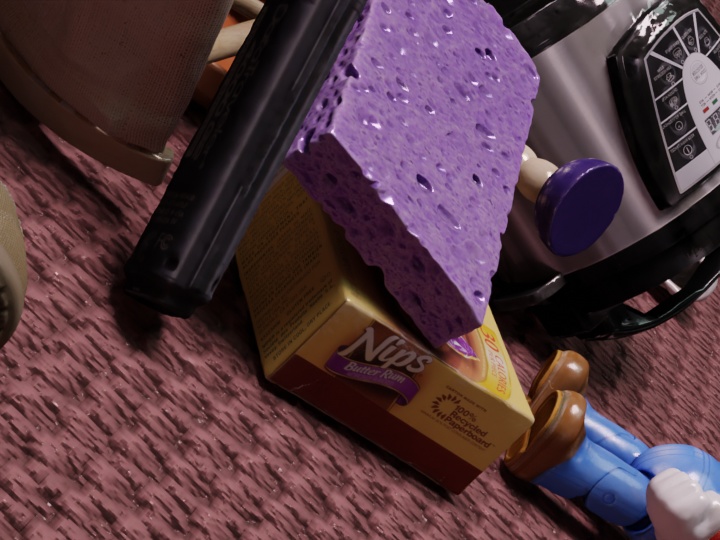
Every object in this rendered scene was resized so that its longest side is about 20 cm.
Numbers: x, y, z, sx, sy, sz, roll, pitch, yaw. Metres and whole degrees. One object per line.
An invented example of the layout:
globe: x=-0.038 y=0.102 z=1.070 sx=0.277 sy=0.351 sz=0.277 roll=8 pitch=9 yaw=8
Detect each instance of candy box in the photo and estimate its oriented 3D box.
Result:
candy box: x=0.000 y=0.000 z=1.101 sx=0.117 sy=0.056 sz=0.200 roll=34 pitch=23 yaw=-30

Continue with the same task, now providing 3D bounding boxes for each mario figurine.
mario figurine: x=0.173 y=0.104 z=1.154 sx=0.200 sy=0.106 sz=0.124 roll=33 pitch=55 yaw=-10

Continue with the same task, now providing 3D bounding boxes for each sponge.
sponge: x=0.027 y=-0.070 z=1.064 sx=0.112 sy=0.030 sz=0.200 roll=49 pitch=31 yaw=-23

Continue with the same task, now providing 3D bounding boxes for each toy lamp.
toy lamp: x=0.040 y=-0.078 z=1.199 sx=0.200 sy=0.058 sz=0.058 roll=37 pitch=11 yaw=35

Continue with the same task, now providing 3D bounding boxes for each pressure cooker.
pressure cooker: x=0.133 y=-0.069 z=1.312 sx=0.200 sy=0.176 sz=0.179 roll=58 pitch=13 yaw=-13

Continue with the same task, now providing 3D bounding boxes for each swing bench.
swing bench: x=-0.071 y=-0.179 z=1.047 sx=0.130 sy=0.199 sz=0.200 roll=31 pitch=33 yaw=5

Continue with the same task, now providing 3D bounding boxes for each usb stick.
usb stick: x=-0.035 y=-0.073 z=0.971 sx=0.033 sy=0.200 sz=0.055 roll=32 pitch=-9 yaw=-27

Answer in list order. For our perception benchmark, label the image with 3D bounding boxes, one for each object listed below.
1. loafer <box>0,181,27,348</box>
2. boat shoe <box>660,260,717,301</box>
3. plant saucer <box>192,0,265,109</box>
loafer: x=-0.187 y=-0.051 z=0.804 sx=0.200 sy=0.076 sz=0.067 roll=51 pitch=16 yaw=-12
boat shoe: x=0.159 y=-0.059 z=1.528 sx=0.200 sy=0.071 sz=0.069 roll=43 pitch=17 yaw=-9
plant saucer: x=-0.085 y=-0.136 z=1.250 sx=0.200 sy=0.032 sz=0.200 roll=39 pitch=20 yaw=-17
